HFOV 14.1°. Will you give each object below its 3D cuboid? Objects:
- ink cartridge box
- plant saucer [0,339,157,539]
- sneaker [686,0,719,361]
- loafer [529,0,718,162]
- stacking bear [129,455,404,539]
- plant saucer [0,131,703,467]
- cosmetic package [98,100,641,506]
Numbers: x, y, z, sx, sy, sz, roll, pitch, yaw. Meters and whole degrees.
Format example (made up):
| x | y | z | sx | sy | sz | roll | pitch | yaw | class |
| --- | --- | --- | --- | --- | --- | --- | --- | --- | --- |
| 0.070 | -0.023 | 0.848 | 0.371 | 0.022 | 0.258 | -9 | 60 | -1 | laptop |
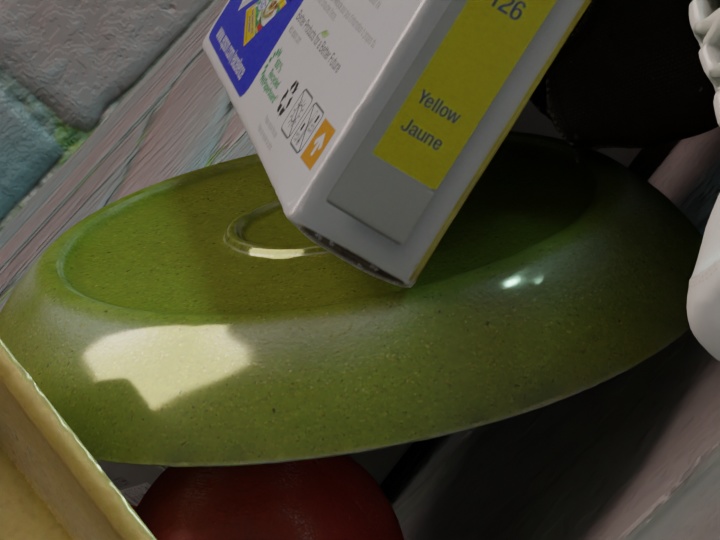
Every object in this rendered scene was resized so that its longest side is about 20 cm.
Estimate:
| x | y | z | sx | sy | sz | roll | pitch | yaw | class |
| --- | --- | --- | --- | --- | --- | --- | --- | --- | --- |
| 0.034 | -0.112 | 0.765 | 0.200 | 0.047 | 0.198 | -56 | 15 | 9 | ink cartridge box |
| -0.105 | 0.133 | 0.690 | 0.200 | 0.200 | 0.048 | -47 | -27 | 10 | plant saucer |
| 0.104 | -0.051 | 0.665 | 0.074 | 0.087 | 0.200 | -37 | 15 | 40 | sneaker |
| 0.068 | -0.082 | 0.822 | 0.071 | 0.073 | 0.200 | -22 | 14 | 5 | loafer |
| -0.073 | 0.110 | 0.767 | 0.200 | 0.122 | 0.114 | -33 | 3 | 27 | stacking bear |
| -0.006 | -0.001 | 0.771 | 0.200 | 0.031 | 0.200 | -9 | 17 | 3 | plant saucer |
| 0.000 | 0.000 | 0.927 | 0.200 | 0.090 | 0.107 | -54 | 8 | -16 | cosmetic package |
